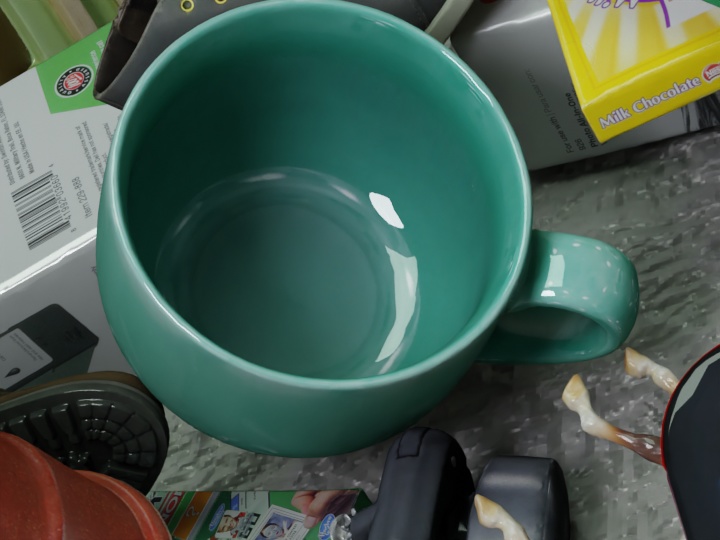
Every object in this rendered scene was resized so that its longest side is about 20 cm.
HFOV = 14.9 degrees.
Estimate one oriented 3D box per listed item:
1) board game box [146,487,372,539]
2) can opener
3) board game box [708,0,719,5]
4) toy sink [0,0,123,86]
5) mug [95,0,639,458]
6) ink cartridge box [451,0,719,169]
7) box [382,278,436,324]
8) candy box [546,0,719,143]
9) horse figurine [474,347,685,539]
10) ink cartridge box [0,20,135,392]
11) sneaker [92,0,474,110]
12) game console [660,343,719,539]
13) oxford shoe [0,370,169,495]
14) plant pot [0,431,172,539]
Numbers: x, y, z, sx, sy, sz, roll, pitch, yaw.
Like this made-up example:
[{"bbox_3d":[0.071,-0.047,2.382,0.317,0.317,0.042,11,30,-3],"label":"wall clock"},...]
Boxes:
[{"bbox_3d":[-0.082,0.167,1.013,0.134,0.029,0.200,-3,47,33],"label":"board game box"},{"bbox_3d":[0.016,0.139,0.948,0.078,0.063,0.200,-13,42,33],"label":"can opener"},{"bbox_3d":[0.156,-0.170,1.012,0.134,0.029,0.200,26,52,26],"label":"board game box"},{"bbox_3d":[-0.176,-0.142,1.330,0.200,0.130,0.112,-45,40,-18],"label":"toy sink"},{"bbox_3d":[-0.011,0.003,1.011,0.152,0.114,0.185,-41,80,-22],"label":"mug"},{"bbox_3d":[0.145,-0.137,1.129,0.200,0.084,0.146,-14,43,22],"label":"ink cartridge box"},{"bbox_3d":[-0.009,-0.024,1.160,0.039,0.041,0.200,-37,39,-4],"label":"box"},{"bbox_3d":[0.113,-0.139,1.055,0.102,0.026,0.200,-26,43,13],"label":"candy box"},{"bbox_3d":[0.107,0.096,0.929,0.132,0.050,0.200,28,54,23],"label":"horse figurine"},{"bbox_3d":[-0.158,0.000,1.199,0.200,0.084,0.146,-29,38,4],"label":"ink cartridge box"},{"bbox_3d":[-0.018,-0.122,1.088,0.200,0.106,0.075,-57,24,16],"label":"sneaker"},{"bbox_3d":[0.195,0.097,0.826,0.176,0.031,0.201,-20,72,16],"label":"game console"},{"bbox_3d":[-0.141,0.073,1.084,0.200,0.073,0.085,-26,27,41],"label":"oxford shoe"},{"bbox_3d":[-0.196,0.100,0.885,0.200,0.195,0.201,-29,38,25],"label":"plant pot"}]
